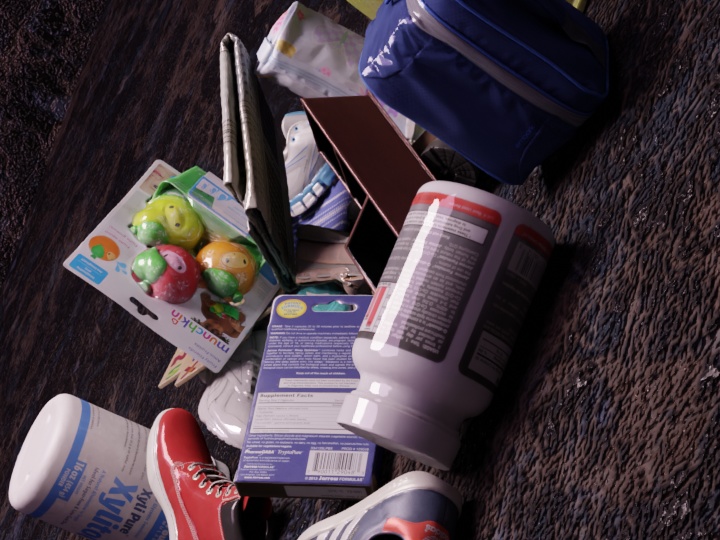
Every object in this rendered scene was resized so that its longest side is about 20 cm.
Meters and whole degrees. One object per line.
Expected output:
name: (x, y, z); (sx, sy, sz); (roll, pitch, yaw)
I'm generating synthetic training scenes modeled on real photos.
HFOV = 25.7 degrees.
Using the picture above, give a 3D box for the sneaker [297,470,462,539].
sneaker: (-0.001, 0.230, 1.196); (0.200, 0.075, 0.085); (-46, 22, 40)

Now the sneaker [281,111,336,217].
sneaker: (-0.037, -0.153, 1.715); (0.200, 0.087, 0.075); (-46, 14, 12)

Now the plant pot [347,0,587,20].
plant pot: (0.084, -0.269, 1.441); (0.200, 0.184, 0.200); (-50, 24, 32)

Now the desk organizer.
desk organizer: (0.013, -0.067, 1.377); (0.200, 0.077, 0.072); (56, 138, 34)

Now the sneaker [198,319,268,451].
sneaker: (-0.114, 0.110, 1.616); (0.099, 0.078, 0.200); (-53, 31, 18)

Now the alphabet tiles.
alphabet tiles: (-0.138, 0.052, 1.681); (0.166, 0.006, 0.200); (-35, 15, 20)

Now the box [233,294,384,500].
box: (-0.033, 0.108, 1.382); (0.032, 0.121, 0.200); (73, -159, -50)

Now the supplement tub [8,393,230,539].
supplement tub: (-0.252, 0.223, 1.651); (0.132, 0.200, 0.132); (-52, 23, 32)

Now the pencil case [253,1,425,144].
pencil case: (-0.005, -0.179, 1.537); (0.083, 0.200, 0.091); (-50, 13, 47)

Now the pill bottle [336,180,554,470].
pill bottle: (0.062, 0.042, 1.210); (0.200, 0.116, 0.116); (-67, 20, -9)

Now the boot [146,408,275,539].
boot: (-0.139, 0.204, 1.532); (0.144, 0.072, 0.200); (-44, 52, 41)

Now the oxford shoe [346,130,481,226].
oxford shoe: (0.059, -0.084, 1.465); (0.200, 0.073, 0.084); (-31, 23, 50)

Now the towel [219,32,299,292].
towel: (-0.102, -0.099, 1.549); (0.193, 0.035, 0.200); (69, -169, -63)

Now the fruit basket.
fruit basket: (-0.172, -0.012, 1.584); (0.094, 0.185, 0.200); (-53, 2, 36)

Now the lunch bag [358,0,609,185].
lunch bag: (0.100, -0.184, 1.273); (0.132, 0.200, 0.136); (-48, 20, 31)

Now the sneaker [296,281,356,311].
sneaker: (-0.045, 0.064, 1.507); (0.078, 0.080, 0.200); (-55, 20, 24)

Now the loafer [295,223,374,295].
loafer: (0.000, 0.000, 1.482); (0.200, 0.072, 0.063); (18, 96, 57)

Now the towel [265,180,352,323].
towel: (-0.052, -0.002, 1.702); (0.145, 0.024, 0.200); (-32, 39, 53)
